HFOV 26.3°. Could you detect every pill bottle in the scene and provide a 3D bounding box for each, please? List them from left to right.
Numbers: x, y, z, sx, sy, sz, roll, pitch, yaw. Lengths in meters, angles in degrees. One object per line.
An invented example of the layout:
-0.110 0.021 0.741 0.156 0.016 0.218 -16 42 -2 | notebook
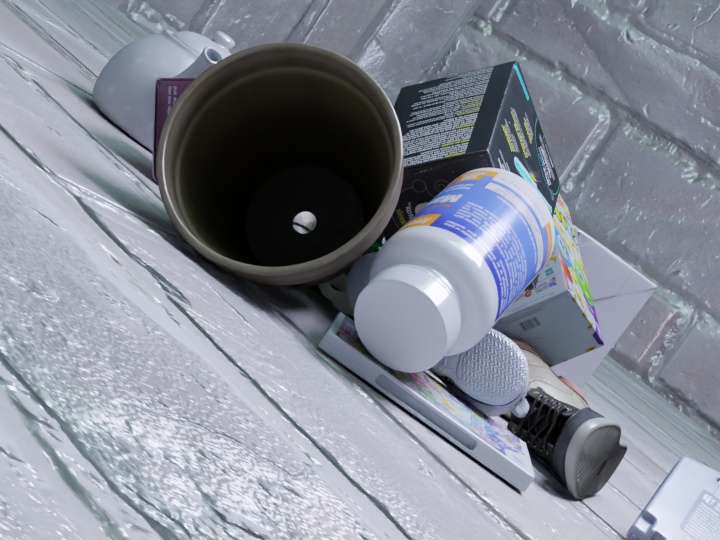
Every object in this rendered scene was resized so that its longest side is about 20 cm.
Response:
0.075 0.001 1.271 0.112 0.112 0.200 36 37 10 | pill bottle

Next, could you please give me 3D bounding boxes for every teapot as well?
-0.190 -0.201 1.714 0.200 0.146 0.197 38 6 36 | teapot

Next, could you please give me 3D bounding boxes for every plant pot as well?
-0.058 -0.065 1.305 0.200 0.200 0.174 37 -12 15 | plant pot

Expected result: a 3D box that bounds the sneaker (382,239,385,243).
0.045 0.011 1.757 0.200 0.082 0.073 59 5 24 | sneaker

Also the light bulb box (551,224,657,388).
0.219 0.043 1.826 0.125 0.199 0.200 36 4 -14 | light bulb box

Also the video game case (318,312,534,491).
0.055 0.105 1.276 0.200 0.018 0.143 36 5 0 | video game case

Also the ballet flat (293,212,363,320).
-0.041 -0.008 1.432 0.200 0.068 0.067 32 29 -18 | ballet flat

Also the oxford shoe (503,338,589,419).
0.174 0.127 1.542 0.200 0.071 0.074 27 20 -35 | oxford shoe

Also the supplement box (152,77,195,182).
-0.087 -0.129 1.498 0.199 0.104 0.131 1 0 11 | supplement box

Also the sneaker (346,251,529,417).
0.074 0.066 1.391 0.200 0.075 0.115 36 -9 25 | sneaker

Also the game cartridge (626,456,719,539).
0.335 0.250 1.318 0.200 0.041 0.133 37 42 13 | game cartridge

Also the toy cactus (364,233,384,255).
0.000 0.000 1.570 0.165 0.102 0.200 54 4 1 | toy cactus

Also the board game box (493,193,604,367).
0.172 -0.006 1.611 0.103 0.105 0.201 50 24 -43 | board game box

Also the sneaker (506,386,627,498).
0.176 0.150 1.398 0.106 0.075 0.200 32 -5 19 | sneaker

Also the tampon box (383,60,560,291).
0.100 -0.083 1.466 0.200 0.126 0.150 -67 140 -56 | tampon box
